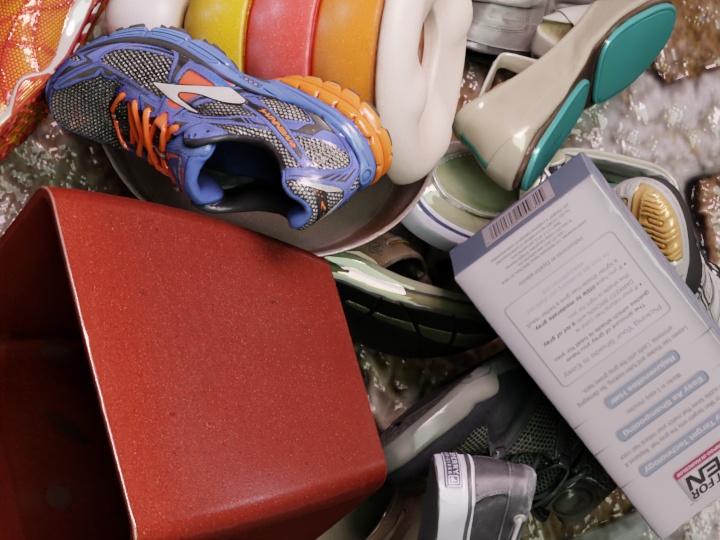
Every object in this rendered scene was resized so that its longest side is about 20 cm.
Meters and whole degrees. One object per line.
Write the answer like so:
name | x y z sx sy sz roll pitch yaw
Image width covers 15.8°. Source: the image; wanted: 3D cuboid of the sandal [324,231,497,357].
sandal | 0.000 -0.001 1.518 0.200 0.080 0.058 22 63 -21

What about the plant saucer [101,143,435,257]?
plant saucer | -0.055 -0.082 1.481 0.199 0.032 0.201 6 54 -9

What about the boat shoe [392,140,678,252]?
boat shoe | 0.105 -0.051 1.554 0.200 0.062 0.072 1 63 -39

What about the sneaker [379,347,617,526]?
sneaker | 0.091 0.106 1.521 0.199 0.076 0.114 -23 82 -52

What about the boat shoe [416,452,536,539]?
boat shoe | 0.064 0.182 1.482 0.068 0.074 0.200 3 126 -6

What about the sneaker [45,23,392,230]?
sneaker | -0.085 -0.074 1.378 0.078 0.199 0.076 -53 147 -41

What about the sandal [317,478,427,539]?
sandal | -0.005 0.145 1.507 0.200 0.057 0.080 -10 68 -32

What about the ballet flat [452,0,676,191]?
ballet flat | 0.118 -0.120 1.535 0.200 0.069 0.070 -44 107 -43

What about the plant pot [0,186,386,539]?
plant pot | -0.104 0.083 1.390 0.176 0.200 0.200 -3 66 -32

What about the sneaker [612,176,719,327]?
sneaker | 0.186 0.007 1.578 0.088 0.076 0.200 -42 144 -29

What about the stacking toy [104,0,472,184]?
stacking toy | -0.046 -0.130 1.444 0.199 0.146 0.147 7 84 15

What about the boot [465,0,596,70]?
boot | 0.070 -0.194 1.568 0.199 0.068 0.131 12 89 -22

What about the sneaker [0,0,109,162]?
sneaker | -0.189 -0.142 1.458 0.077 0.073 0.200 26 73 0

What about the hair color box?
hair color box | 0.150 0.043 1.480 0.099 0.061 0.200 -37 102 8
